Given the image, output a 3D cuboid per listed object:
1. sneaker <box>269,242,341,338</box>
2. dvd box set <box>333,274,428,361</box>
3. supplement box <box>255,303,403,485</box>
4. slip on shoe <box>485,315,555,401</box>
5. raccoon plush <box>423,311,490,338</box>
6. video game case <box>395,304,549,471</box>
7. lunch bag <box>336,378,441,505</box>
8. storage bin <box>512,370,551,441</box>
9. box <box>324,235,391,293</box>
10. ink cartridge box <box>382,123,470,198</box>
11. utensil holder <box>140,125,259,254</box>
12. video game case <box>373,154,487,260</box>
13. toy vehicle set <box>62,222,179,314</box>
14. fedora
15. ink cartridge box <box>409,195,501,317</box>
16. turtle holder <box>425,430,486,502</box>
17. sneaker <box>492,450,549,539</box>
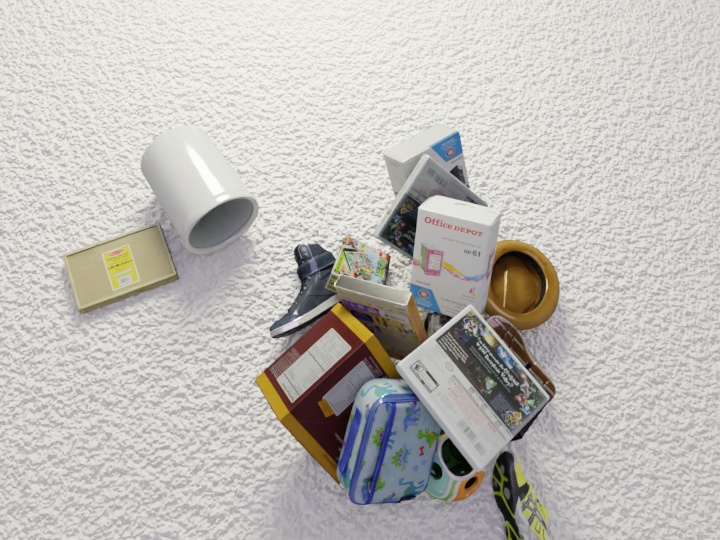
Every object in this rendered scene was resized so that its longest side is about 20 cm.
[{"bbox_3d":[-0.121,0.034,1.125,0.200,0.077,0.148,-31,87,-26],"label":"sneaker"},{"bbox_3d":[0.047,0.094,0.995,0.144,0.201,0.030,14,57,31],"label":"dvd box set"},{"bbox_3d":[-0.037,0.212,0.978,0.199,0.199,0.132,-40,33,-10],"label":"supplement box"},{"bbox_3d":[0.305,0.174,1.109,0.076,0.061,0.200,-42,93,-3],"label":"slip on shoe"},{"bbox_3d":[0.191,0.165,1.105,0.131,0.097,0.204,8,63,-7],"label":"raccoon plush"},{"bbox_3d":[0.182,0.182,0.907,0.180,0.023,0.201,-33,75,-26],"label":"video game case"},{"bbox_3d":[0.049,0.283,0.928,0.158,0.082,0.204,8,104,-29],"label":"lunch bag"},{"bbox_3d":[0.239,0.233,1.029,0.135,0.201,0.094,42,70,10],"label":"storage bin"},{"bbox_3d":[0.000,0.000,1.107,0.108,0.035,0.201,24,24,-4],"label":"box"},{"bbox_3d":[0.147,-0.176,1.172,0.143,0.203,0.084,-30,35,-15],"label":"ink cartridge box"},{"bbox_3d":[-0.328,-0.163,1.138,0.169,0.171,0.201,-33,73,-17],"label":"utensil holder"},{"bbox_3d":[0.144,-0.103,1.130,0.198,0.023,0.183,29,99,-36],"label":"video game case"},{"bbox_3d":[-0.482,-0.007,1.136,0.197,0.027,0.126,-20,73,-13],"label":"toy vehicle set"},{"bbox_3d":[0.317,0.037,1.176,0.196,0.082,0.204,3,64,-6],"label":"fedora"},{"bbox_3d":[0.175,-0.023,1.065,0.142,0.204,0.084,15,27,23],"label":"ink cartridge box"},{"bbox_3d":[0.158,0.321,1.025,0.138,0.132,0.189,-3,70,-6],"label":"turtle holder"},{"bbox_3d":[0.300,0.434,1.037,0.075,0.075,0.204,-8,81,-17],"label":"sneaker"}]
